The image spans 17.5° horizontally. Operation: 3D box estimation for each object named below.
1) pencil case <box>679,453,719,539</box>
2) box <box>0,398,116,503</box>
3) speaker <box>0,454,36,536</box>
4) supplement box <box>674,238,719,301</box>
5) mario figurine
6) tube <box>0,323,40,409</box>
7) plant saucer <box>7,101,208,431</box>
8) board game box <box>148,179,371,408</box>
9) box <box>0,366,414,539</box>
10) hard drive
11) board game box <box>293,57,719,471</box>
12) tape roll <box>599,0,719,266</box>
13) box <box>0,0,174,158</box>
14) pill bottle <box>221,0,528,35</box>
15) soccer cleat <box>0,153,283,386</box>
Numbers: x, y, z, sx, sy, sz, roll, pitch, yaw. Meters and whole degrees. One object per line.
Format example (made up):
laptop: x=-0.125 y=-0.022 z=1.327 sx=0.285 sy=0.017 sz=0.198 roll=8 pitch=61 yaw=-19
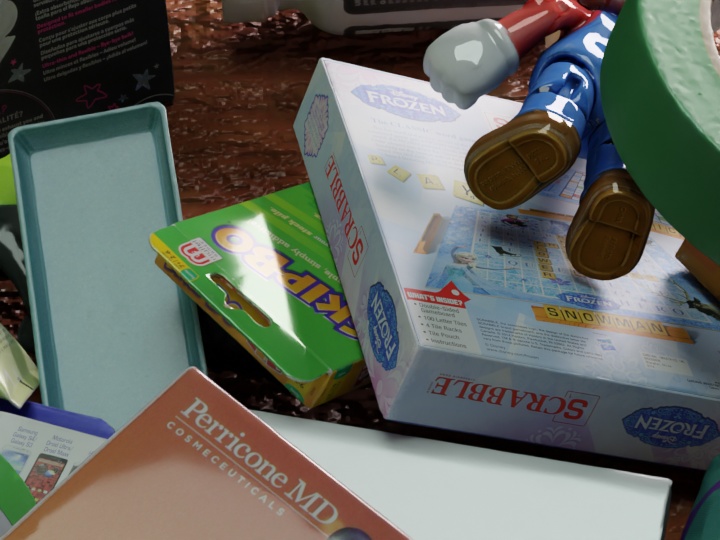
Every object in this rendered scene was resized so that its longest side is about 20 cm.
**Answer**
pencil case: x=0.145 y=0.147 z=0.834 sx=0.092 sy=0.085 sz=0.200 roll=29 pitch=45 yaw=1
box: x=-0.165 y=0.121 z=0.880 sx=0.118 sy=0.042 sz=0.201 roll=12 pitch=55 yaw=17
speaker: x=-0.198 y=0.137 z=0.792 sx=0.088 sy=0.089 sz=0.200 roll=23 pitch=59 yaw=27
supplement box: x=0.222 y=0.031 z=0.946 sx=0.069 sy=0.067 sz=0.200 roll=-10 pitch=47 yaw=-42
mario figurine: x=0.099 y=-0.070 z=1.019 sx=0.105 sy=0.124 sz=0.200 roll=-9 pitch=31 yaw=25
tube: x=-0.211 y=-0.010 z=0.942 sx=0.200 sy=0.052 sz=0.058 roll=37 pitch=47 yaw=-5
plant saucer: x=-0.101 y=0.025 z=0.971 sx=0.069 sy=0.019 sz=0.201 roll=-10 pitch=65 yaw=-2
board game box: x=0.000 y=0.000 z=0.997 sx=0.095 sy=0.030 sz=0.200 roll=42 pitch=31 yaw=21
box: x=-0.069 y=0.161 z=0.763 sx=0.152 sy=0.107 sz=0.200 roll=36 pitch=58 yaw=17
hard drive: x=0.009 y=0.125 z=0.882 sx=0.199 sy=0.027 sz=0.133 roll=8 pitch=60 yaw=12
board game box: x=0.084 y=-0.001 z=0.996 sx=0.199 sy=0.041 sz=0.200 roll=11 pitch=35 yaw=-22
tape roll: x=0.197 y=-0.067 z=0.938 sx=0.199 sy=0.048 sz=0.201 roll=10 pitch=48 yaw=-11
box: x=-0.211 y=-0.131 z=1.158 sx=0.199 sy=0.115 sz=0.132 roll=-21 pitch=44 yaw=-23
pill bottle: x=0.024 y=-0.182 z=1.213 sx=0.198 sy=0.117 sz=0.117 roll=-3 pitch=39 yaw=-3
soccer cleat: x=-0.099 y=0.018 z=1.024 sx=0.199 sy=0.068 sz=0.081 roll=26 pitch=75 yaw=19
